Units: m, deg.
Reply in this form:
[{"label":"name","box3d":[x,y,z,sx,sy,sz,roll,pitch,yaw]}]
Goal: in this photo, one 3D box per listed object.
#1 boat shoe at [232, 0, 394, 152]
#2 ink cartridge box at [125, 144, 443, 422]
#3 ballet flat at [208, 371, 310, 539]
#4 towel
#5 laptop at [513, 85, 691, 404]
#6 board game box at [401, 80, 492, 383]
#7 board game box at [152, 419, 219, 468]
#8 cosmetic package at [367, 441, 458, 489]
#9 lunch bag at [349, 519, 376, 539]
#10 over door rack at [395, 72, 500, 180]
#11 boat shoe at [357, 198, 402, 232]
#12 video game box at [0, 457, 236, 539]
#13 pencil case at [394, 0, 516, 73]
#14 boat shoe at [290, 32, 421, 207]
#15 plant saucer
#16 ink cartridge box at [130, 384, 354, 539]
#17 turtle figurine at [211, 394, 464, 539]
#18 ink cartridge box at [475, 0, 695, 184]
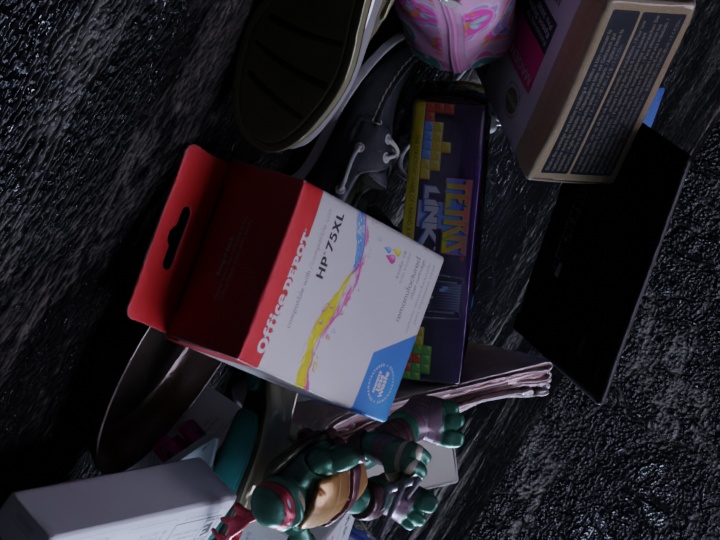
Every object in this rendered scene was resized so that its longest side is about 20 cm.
[{"label":"boat shoe","box3d":[-0.011,-0.160,1.267,0.068,0.074,0.201,-24,143,-58]},{"label":"ink cartridge box","box3d":[-0.043,0.010,1.342,0.199,0.067,0.117,26,82,-51]},{"label":"ballet flat","box3d":[-0.052,0.091,1.452,0.069,0.069,0.202,-6,110,-74]},{"label":"towel","box3d":[0.021,0.089,1.636,0.189,0.033,0.200,-12,-172,-22]},{"label":"laptop","box3d":[0.198,-0.025,1.596,0.115,0.200,0.189,8,110,-29]},{"label":"board game box","box3d":[0.061,-0.033,1.605,0.165,0.056,0.202,-68,163,-79]},{"label":"board game box","box3d":[-0.189,0.205,1.457,0.199,0.026,0.201,-32,155,-32]},{"label":"cosmetic package","box3d":[0.010,0.124,1.764,0.200,0.102,0.074,-128,-150,-79]},{"label":"lunch bag","box3d":[-0.063,0.298,1.956,0.201,0.160,0.076,-56,168,-2]},{"label":"over door rack","box3d":[0.113,-0.158,1.765,0.201,0.066,0.148,-61,168,14]},{"label":"boat shoe","box3d":[0.002,-0.003,1.612,0.072,0.060,0.202,-58,-176,16]},{"label":"video game box","box3d":[-0.188,0.204,1.355,0.183,0.047,0.199,-56,157,18]},{"label":"pencil case","box3d":[0.058,-0.193,1.419,0.088,0.087,0.200,-56,169,-7]},{"label":"boat shoe","box3d":[-0.007,-0.071,1.521,0.201,0.060,0.076,-57,168,-3]},{"label":"plant saucer","box3d":[-0.122,0.041,1.416,0.201,0.032,0.201,-53,166,-20]},{"label":"ink cartridge box","box3d":[-0.070,0.173,1.541,0.068,0.199,0.116,-48,165,-34]},{"label":"turtle figurine","box3d":[-0.011,0.145,1.401,0.150,0.101,0.199,-51,163,30]},{"label":"ink cartridge box","box3d":[0.141,-0.186,1.522,0.074,0.201,0.166,0,134,-24]}]
